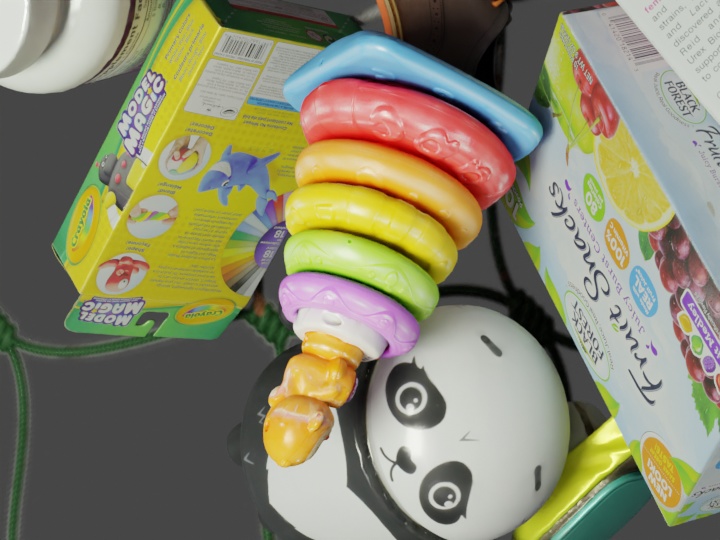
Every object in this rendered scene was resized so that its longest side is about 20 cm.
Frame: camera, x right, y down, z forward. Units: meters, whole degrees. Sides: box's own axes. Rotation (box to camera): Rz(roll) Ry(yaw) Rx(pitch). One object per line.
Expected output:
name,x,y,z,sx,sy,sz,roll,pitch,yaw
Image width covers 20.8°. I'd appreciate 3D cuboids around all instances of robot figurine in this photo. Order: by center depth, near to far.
robot figurine,0.016,0.087,1.015,0.150,0.125,0.199,32,150,-30

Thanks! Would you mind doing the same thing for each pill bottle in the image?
pill bottle,-0.147,-0.152,1.005,0.112,0.200,0.113,7,106,25

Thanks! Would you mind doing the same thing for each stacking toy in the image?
stacking toy,0.000,0.000,0.919,0.109,0.201,0.116,27,160,-20

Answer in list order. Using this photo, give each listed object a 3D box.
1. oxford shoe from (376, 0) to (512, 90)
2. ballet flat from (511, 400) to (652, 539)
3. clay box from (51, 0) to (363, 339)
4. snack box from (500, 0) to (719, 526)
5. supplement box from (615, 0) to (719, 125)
oxford shoe,0.043,-0.152,0.986,0.072,0.071,0.201,5,120,19
ballet flat,0.140,0.083,1.012,0.200,0.067,0.067,-44,61,26
clay box,-0.083,-0.052,1.047,0.201,0.114,0.048,-58,48,26
snack box,0.138,-0.005,0.907,0.143,0.053,0.201,102,149,-54
supplement box,0.197,-0.087,0.811,0.103,0.101,0.200,-45,66,18
